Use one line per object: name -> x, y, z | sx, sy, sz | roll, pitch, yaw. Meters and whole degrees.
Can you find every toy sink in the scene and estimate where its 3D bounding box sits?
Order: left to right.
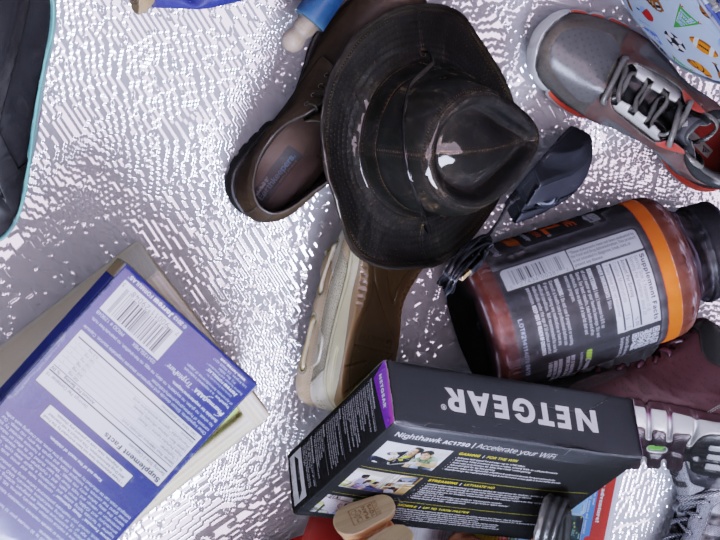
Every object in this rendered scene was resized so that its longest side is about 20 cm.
toy sink -> -0.183, 0.099, 1.232 | 0.200, 0.112, 0.131 | -37, 109, -4

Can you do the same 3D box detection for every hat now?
hat -> 0.066, -0.088, 1.229 | 0.200, 0.081, 0.202 | -7, 99, -48

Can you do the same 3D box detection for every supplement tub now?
supplement tub -> 0.168, 0.012, 1.311 | 0.199, 0.107, 0.108 | -17, 107, -12

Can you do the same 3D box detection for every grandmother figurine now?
grandmother figurine -> 0.031, 0.247, 1.266 | 0.060, 0.121, 0.201 | -19, 123, -1

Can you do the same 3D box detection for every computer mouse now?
computer mouse -> 0.111, -0.038, 1.263 | 0.034, 0.059, 0.200 | 41, 50, 3

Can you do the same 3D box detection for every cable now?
cable -> 0.127, 0.231, 1.320 | 0.097, 0.050, 0.200 | -60, 152, -23

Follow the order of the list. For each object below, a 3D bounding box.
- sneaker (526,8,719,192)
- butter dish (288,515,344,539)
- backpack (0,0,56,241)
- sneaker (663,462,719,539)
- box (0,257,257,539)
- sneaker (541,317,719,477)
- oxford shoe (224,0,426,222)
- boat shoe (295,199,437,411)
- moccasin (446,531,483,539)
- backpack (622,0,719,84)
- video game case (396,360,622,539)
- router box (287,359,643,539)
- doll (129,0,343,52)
sneaker -> 0.210, -0.121, 1.303 | 0.199, 0.082, 0.077 | 29, 94, -20
butter dish -> -0.060, 0.284, 1.291 | 0.147, 0.200, 0.201 | -14, 107, 12
backpack -> -0.279, -0.131, 1.129 | 0.175, 0.153, 0.201 | 10, 110, -19
sneaker -> 0.249, 0.185, 1.392 | 0.200, 0.075, 0.114 | -45, 109, -8
box -> -0.175, 0.106, 1.159 | 0.121, 0.032, 0.200 | 44, 83, -20
sneaker -> 0.203, 0.083, 1.349 | 0.199, 0.116, 0.076 | 9, 144, 3
oxford shoe -> -0.013, -0.114, 1.244 | 0.072, 0.084, 0.201 | 32, 90, -15
boat shoe -> 0.000, 0.000, 1.279 | 0.072, 0.065, 0.201 | 20, 80, -45
moccasin -> 0.072, 0.284, 1.365 | 0.073, 0.078, 0.202 | -18, 127, -24
backpack -> 0.261, -0.211, 1.247 | 0.154, 0.200, 0.190 | -46, 116, 4
video game case -> 0.103, 0.147, 1.371 | 0.199, 0.017, 0.144 | 7, 101, -16
router box -> 0.071, 0.128, 1.260 | 0.199, 0.149, 0.051 | 10, 56, -27
doll -> -0.058, -0.214, 1.225 | 0.199, 0.048, 0.137 | -11, 94, -13
